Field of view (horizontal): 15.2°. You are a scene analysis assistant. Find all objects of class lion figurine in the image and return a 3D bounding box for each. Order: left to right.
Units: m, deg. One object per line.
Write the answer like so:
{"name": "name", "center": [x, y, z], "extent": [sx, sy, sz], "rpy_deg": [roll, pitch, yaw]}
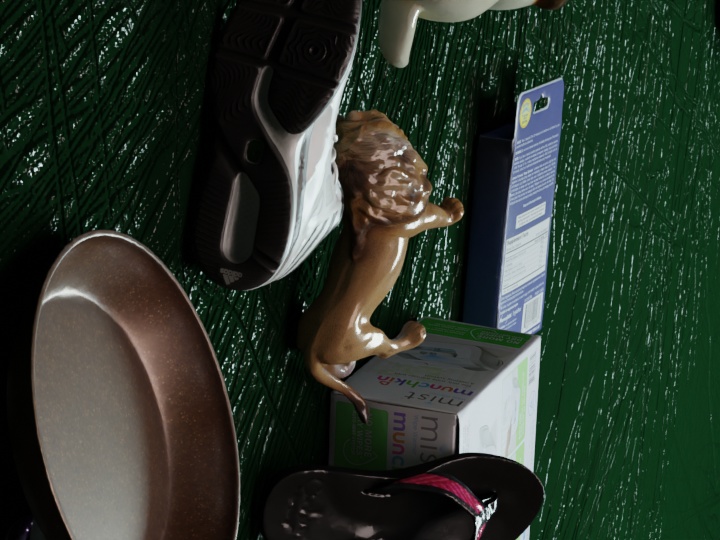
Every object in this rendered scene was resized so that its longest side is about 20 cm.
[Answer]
{"name": "lion figurine", "center": [0.000, 0.000, 1.672], "extent": [0.122, 0.072, 0.200], "rpy_deg": [2, 101, -63]}

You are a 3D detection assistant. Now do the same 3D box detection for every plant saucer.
{"name": "plant saucer", "center": [-0.123, 0.081, 1.346], "extent": [0.200, 0.037, 0.201], "rpy_deg": [44, 40, -53]}

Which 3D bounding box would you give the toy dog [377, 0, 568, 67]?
{"name": "toy dog", "center": [0.082, -0.217, 1.710], "extent": [0.200, 0.139, 0.194], "rpy_deg": [-4, 104, -72]}

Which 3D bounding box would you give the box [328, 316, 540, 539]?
{"name": "box", "center": [0.051, 0.156, 1.836], "extent": [0.176, 0.097, 0.200], "rpy_deg": [-37, 133, -62]}

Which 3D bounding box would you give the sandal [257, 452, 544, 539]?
{"name": "sandal", "center": [0.032, 0.156, 1.691], "extent": [0.200, 0.045, 0.075], "rpy_deg": [1, 104, -30]}

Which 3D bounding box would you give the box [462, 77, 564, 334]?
{"name": "box", "center": [0.114, -0.042, 2.020], "extent": [0.121, 0.032, 0.200], "rpy_deg": [-25, 124, -67]}

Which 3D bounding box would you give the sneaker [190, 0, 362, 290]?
{"name": "sneaker", "center": [-0.041, -0.088, 1.542], "extent": [0.115, 0.076, 0.201], "rpy_deg": [0, 106, -79]}

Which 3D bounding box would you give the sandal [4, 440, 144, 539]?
{"name": "sandal", "center": [-0.155, 0.153, 1.344], "extent": [0.203, 0.050, 0.082], "rpy_deg": [-80, 149, -41]}
